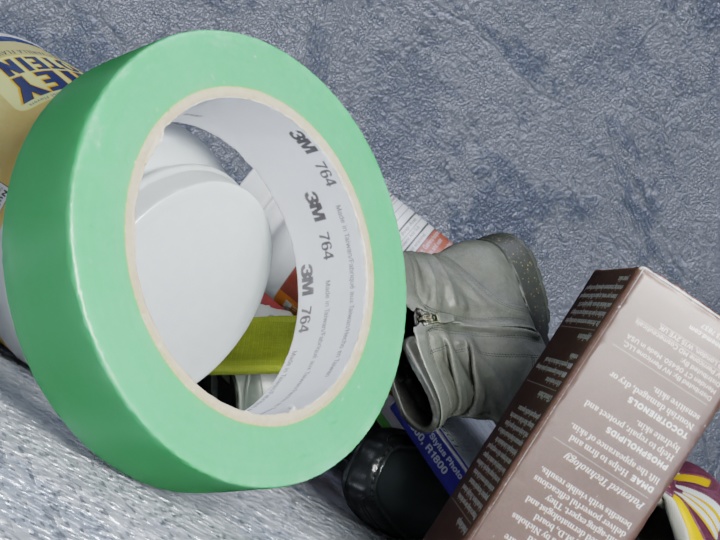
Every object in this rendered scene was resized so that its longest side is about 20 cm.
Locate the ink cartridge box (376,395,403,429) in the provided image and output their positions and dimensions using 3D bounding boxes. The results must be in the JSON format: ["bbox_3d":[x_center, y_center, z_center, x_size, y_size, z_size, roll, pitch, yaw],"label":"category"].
[{"bbox_3d":[0.067,0.098,1.070,0.146,0.084,0.200,52,8,35],"label":"ink cartridge box"}]

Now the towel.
[{"bbox_3d":[-0.053,0.043,0.791,0.200,0.018,0.086,-2,15,-4],"label":"towel"}]

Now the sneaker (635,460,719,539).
[{"bbox_3d":[0.191,0.157,0.815,0.090,0.075,0.200,50,14,-13],"label":"sneaker"}]

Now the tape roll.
[{"bbox_3d":[-0.060,-0.003,0.570,0.048,0.201,0.200,-11,-32,40],"label":"tape roll"}]

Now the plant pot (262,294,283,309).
[{"bbox_3d":[-0.001,0.086,1.362,0.177,0.200,0.200,42,3,27],"label":"plant pot"}]

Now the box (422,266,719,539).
[{"bbox_3d":[0.103,0.099,0.642,0.075,0.200,0.100,35,-2,-1],"label":"box"}]

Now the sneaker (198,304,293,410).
[{"bbox_3d":[-0.088,0.050,0.900,0.088,0.074,0.200,-9,29,-29],"label":"sneaker"}]

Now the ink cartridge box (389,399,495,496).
[{"bbox_3d":[0.101,0.153,0.801,0.200,0.041,0.200,55,16,23],"label":"ink cartridge box"}]

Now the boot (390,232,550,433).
[{"bbox_3d":[0.069,0.074,0.731,0.131,0.068,0.200,-13,76,-48],"label":"boot"}]

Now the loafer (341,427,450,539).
[{"bbox_3d":[0.056,0.155,0.848,0.070,0.068,0.201,18,-14,36],"label":"loafer"}]

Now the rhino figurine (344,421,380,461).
[{"bbox_3d":[-0.016,0.128,1.110,0.200,0.060,0.087,30,9,-28],"label":"rhino figurine"}]

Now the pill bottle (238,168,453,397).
[{"bbox_3d":[0.000,0.000,0.909,0.200,0.112,0.112,39,-2,2],"label":"pill bottle"}]

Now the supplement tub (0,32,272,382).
[{"bbox_3d":[-0.158,-0.030,0.678,0.200,0.144,0.144,30,-3,32],"label":"supplement tub"}]
